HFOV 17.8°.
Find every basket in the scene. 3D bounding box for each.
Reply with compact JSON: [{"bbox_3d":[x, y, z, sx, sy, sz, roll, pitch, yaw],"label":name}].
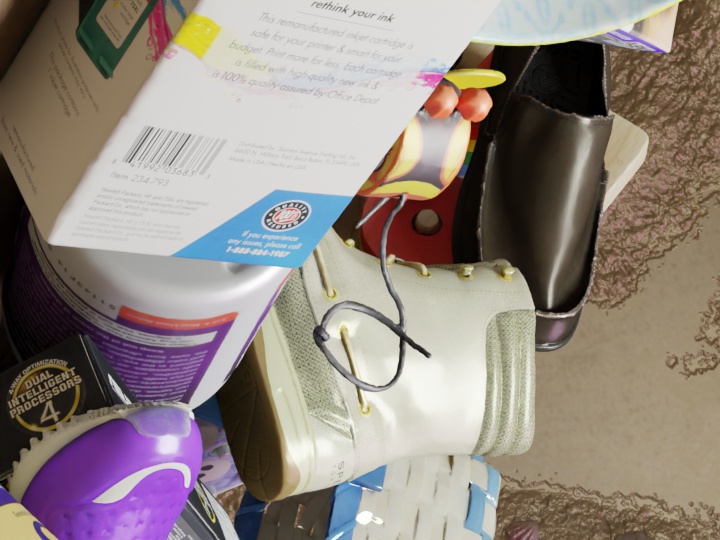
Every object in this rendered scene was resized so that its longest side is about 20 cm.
[{"bbox_3d":[-0.041,0.130,1.147,0.177,0.199,0.140,126,-17,-51],"label":"basket"}]

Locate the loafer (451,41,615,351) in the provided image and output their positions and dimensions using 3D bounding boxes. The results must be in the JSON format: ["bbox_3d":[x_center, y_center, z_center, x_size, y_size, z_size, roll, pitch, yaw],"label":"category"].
[{"bbox_3d":[0.091,-0.058,1.163,0.071,0.072,0.201,121,-24,-63],"label":"loafer"}]

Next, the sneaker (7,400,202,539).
[{"bbox_3d":[-0.103,0.136,0.872,0.069,0.100,0.200,0,139,-39],"label":"sneaker"}]

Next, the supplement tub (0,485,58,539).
[{"bbox_3d":[-0.155,0.141,0.778,0.145,0.200,0.145,-47,172,-9],"label":"supplement tub"}]

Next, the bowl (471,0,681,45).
[{"bbox_3d":[0.066,-0.192,0.839,0.200,0.199,0.108,-53,-140,31],"label":"bowl"}]

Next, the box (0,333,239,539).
[{"bbox_3d":[-0.145,0.119,0.961,0.161,0.049,0.200,-29,150,0],"label":"box"}]

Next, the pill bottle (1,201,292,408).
[{"bbox_3d":[-0.092,-0.001,0.964,0.112,0.111,0.200,-49,177,-27],"label":"pill bottle"}]

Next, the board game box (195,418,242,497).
[{"bbox_3d":[-0.106,0.102,1.209,0.199,0.026,0.200,-22,157,-5],"label":"board game box"}]

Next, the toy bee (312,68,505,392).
[{"bbox_3d":[0.017,-0.070,0.986,0.131,0.201,0.109,-22,167,-42],"label":"toy bee"}]

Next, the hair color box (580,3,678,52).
[{"bbox_3d":[0.107,-0.199,0.961,0.109,0.064,0.201,4,97,-68],"label":"hair color box"}]

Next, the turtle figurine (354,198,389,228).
[{"bbox_3d":[0.018,-0.129,1.145,0.201,0.100,0.150,-60,164,-4],"label":"turtle figurine"}]

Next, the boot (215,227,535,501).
[{"bbox_3d":[0.000,0.000,1.084,0.154,0.201,0.072,-6,168,-29],"label":"boot"}]

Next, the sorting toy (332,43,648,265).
[{"bbox_3d":[0.027,-0.067,1.246,0.200,0.198,0.070,-49,162,-27],"label":"sorting toy"}]

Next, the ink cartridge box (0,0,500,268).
[{"bbox_3d":[-0.025,-0.095,0.762,0.116,0.067,0.200,6,133,-42],"label":"ink cartridge box"}]
